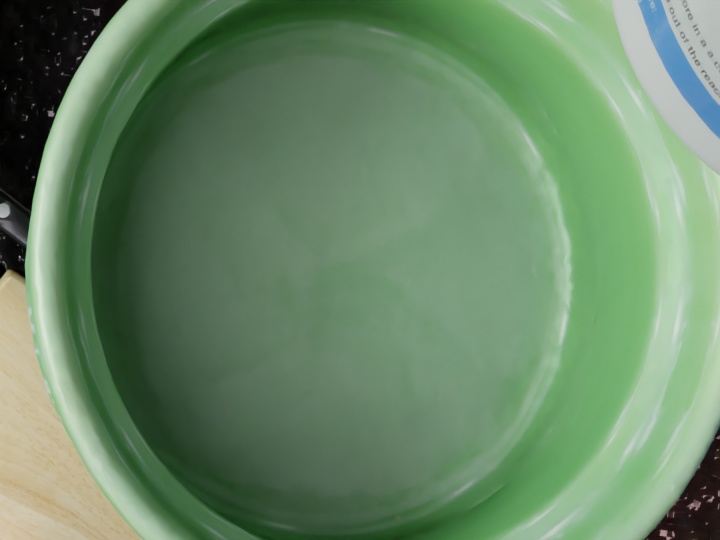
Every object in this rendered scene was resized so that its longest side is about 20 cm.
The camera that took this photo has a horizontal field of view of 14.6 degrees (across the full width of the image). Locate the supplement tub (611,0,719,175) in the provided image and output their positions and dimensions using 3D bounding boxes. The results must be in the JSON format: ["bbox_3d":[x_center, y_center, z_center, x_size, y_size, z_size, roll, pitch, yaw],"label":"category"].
[{"bbox_3d":[0.157,-0.099,0.678,0.200,0.131,0.133,-32,79,63],"label":"supplement tub"}]

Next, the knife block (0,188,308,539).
[{"bbox_3d":[-0.106,0.056,0.858,0.175,0.064,0.201,-10,90,-3],"label":"knife block"}]

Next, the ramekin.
[{"bbox_3d":[0.000,0.000,0.787,0.199,0.098,0.201,1,87,-15],"label":"ramekin"}]
